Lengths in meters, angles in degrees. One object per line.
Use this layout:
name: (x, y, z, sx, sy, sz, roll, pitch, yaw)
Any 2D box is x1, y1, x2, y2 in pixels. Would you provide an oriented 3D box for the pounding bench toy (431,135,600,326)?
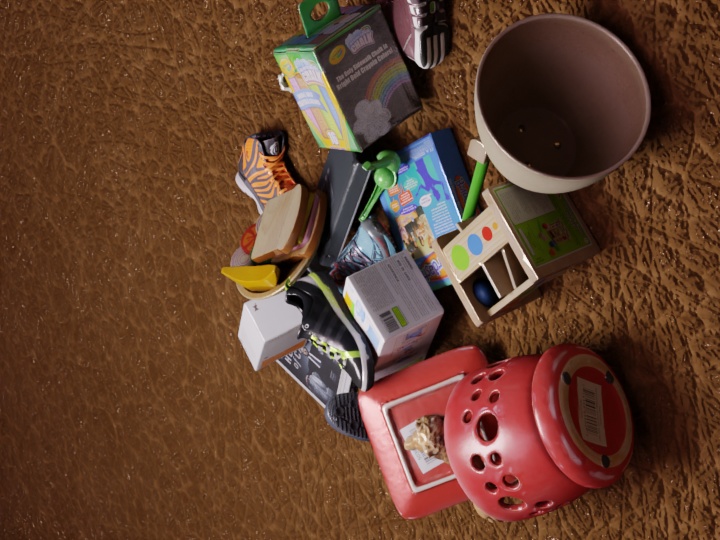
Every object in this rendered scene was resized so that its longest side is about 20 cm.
pounding bench toy: (0.172, -0.058, 1.410, 0.156, 0.123, 0.202, -42, 72, 50)

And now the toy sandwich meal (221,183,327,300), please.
toy sandwich meal: (-0.133, -0.048, 1.671, 0.203, 0.070, 0.208, -28, 44, 31)

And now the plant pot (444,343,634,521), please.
plant pot: (0.234, 0.200, 1.397, 0.181, 0.199, 0.204, -27, 85, 43)

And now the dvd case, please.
dvd case: (-0.075, 0.142, 1.883, 0.199, 0.024, 0.152, 39, 132, 34)

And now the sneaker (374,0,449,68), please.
sneaker: (0.058, -0.374, 1.457, 0.115, 0.075, 0.204, 26, 126, 45)

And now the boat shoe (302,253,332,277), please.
boat shoe: (-0.067, 0.039, 1.788, 0.203, 0.071, 0.070, 59, 141, 15)

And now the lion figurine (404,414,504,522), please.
lion figurine: (0.145, 0.265, 1.457, 0.072, 0.122, 0.200, -44, 85, 7)

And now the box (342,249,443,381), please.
box: (0.037, 0.078, 1.602, 0.114, 0.100, 0.201, 59, 160, 22)

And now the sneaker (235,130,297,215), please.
sneaker: (-0.137, -0.154, 1.786, 0.199, 0.077, 0.114, 39, 134, 34)

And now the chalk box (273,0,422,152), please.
chalk box: (-0.027, -0.280, 1.499, 0.123, 0.124, 0.202, 15, 137, 58)

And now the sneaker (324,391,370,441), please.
sneaker: (0.017, 0.228, 1.673, 0.081, 0.197, 0.072, -18, 62, 53)

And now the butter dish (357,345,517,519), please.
butter dish: (0.119, 0.225, 1.596, 0.196, 0.148, 0.203, -22, 88, 8)

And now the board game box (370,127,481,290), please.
board game box: (0.101, -0.078, 1.553, 0.151, 0.045, 0.203, -20, 89, 53)

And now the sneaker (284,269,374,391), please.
sneaker: (-0.049, 0.093, 1.564, 0.202, 0.082, 0.072, 60, 161, 26)

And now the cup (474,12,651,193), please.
cup: (0.216, -0.170, 1.279, 0.202, 0.198, 0.144, 59, 166, 13)

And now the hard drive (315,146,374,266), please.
hard drive: (-0.030, -0.127, 1.651, 0.141, 0.032, 0.202, -100, 23, -45)

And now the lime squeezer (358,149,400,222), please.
lime squeezer: (0.029, -0.125, 1.538, 0.037, 0.071, 0.200, 25, 163, 6)

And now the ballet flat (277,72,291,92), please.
ballet flat: (-0.057, -0.307, 1.632, 0.199, 0.071, 0.073, -24, 87, 52)

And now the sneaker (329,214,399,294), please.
sneaker: (0.000, 0.000, 1.636, 0.080, 0.094, 0.201, 53, 156, 24)

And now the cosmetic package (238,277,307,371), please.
cosmetic package: (-0.135, 0.088, 1.779, 0.072, 0.100, 0.200, 61, 164, 12)
